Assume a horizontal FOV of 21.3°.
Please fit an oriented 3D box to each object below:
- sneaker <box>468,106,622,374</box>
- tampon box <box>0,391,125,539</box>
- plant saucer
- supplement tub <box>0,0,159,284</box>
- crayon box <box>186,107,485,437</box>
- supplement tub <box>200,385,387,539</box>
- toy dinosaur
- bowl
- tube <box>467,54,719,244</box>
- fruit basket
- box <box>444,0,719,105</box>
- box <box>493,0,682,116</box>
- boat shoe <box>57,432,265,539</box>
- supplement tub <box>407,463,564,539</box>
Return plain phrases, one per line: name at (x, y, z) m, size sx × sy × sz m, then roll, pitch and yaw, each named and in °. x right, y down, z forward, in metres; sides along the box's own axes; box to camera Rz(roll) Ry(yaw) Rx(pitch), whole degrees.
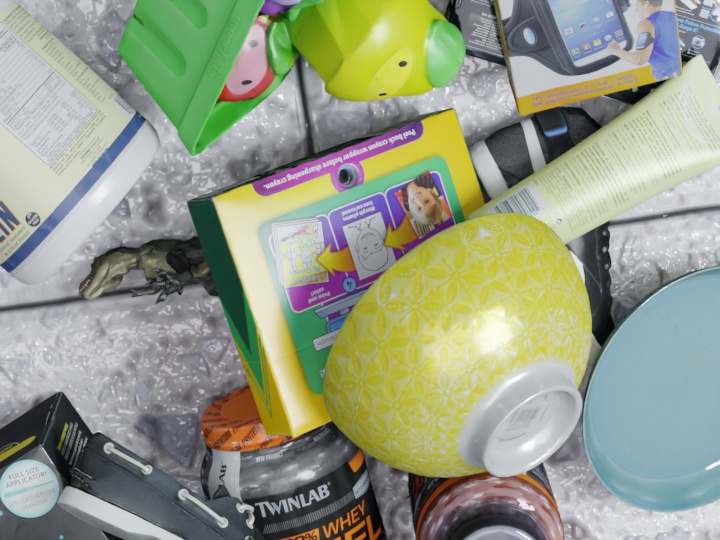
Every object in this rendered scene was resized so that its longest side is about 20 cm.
sneaker at (0.171, -0.028, 1.387) m, size 0.111 × 0.073 × 0.201 m, roll -30°, pitch 103°, yaw 7°
tampon box at (-0.232, 0.224, 1.417) m, size 0.149 × 0.126 × 0.201 m, roll -32°, pitch 103°, yaw 6°
plant saucer at (0.246, 0.084, 1.412) m, size 0.199 × 0.027 × 0.202 m, roll -10°, pitch 116°, yaw -21°
supplement tub at (-0.254, -0.104, 1.321) m, size 0.200 × 0.145 × 0.145 m, roll 42°, pitch 100°, yaw -11°
crayon box at (0.000, 0.000, 1.346) m, size 0.199 × 0.058 × 0.174 m, roll -21°, pitch 98°, yaw -24°
supplement tub at (-0.045, 0.188, 1.414) m, size 0.122 × 0.123 × 0.201 m, roll -16°, pitch 105°, yaw 3°
toy dinosaur at (-0.110, 0.000, 1.381) m, size 0.198 × 0.088 × 0.048 m, roll -5°, pitch 115°, yaw 1°
bowl at (0.086, 0.073, 1.277) m, size 0.199 × 0.108 × 0.201 m, roll -25°, pitch 142°, yaw -21°
tube at (0.172, -0.066, 1.332) m, size 0.199 × 0.052 × 0.058 m, roll -32°, pitch 129°, yaw 0°
fruit basket at (-0.036, -0.168, 1.288) m, size 0.214 × 0.156 × 0.217 m, roll 16°, pitch 127°, yaw 23°
box at (0.171, -0.207, 1.354) m, size 0.199 × 0.046 × 0.160 m, roll 15°, pitch 104°, yaw -5°
box at (0.144, -0.198, 1.262) m, size 0.118 × 0.042 × 0.201 m, roll -14°, pitch 138°, yaw 3°
boat shoe at (-0.108, 0.175, 1.324) m, size 0.199 × 0.076 × 0.061 m, roll 26°, pitch 75°, yaw -9°
supplement tub at (0.090, 0.178, 1.374) m, size 0.106 × 0.200 × 0.108 m, roll 0°, pitch 104°, yaw -2°
